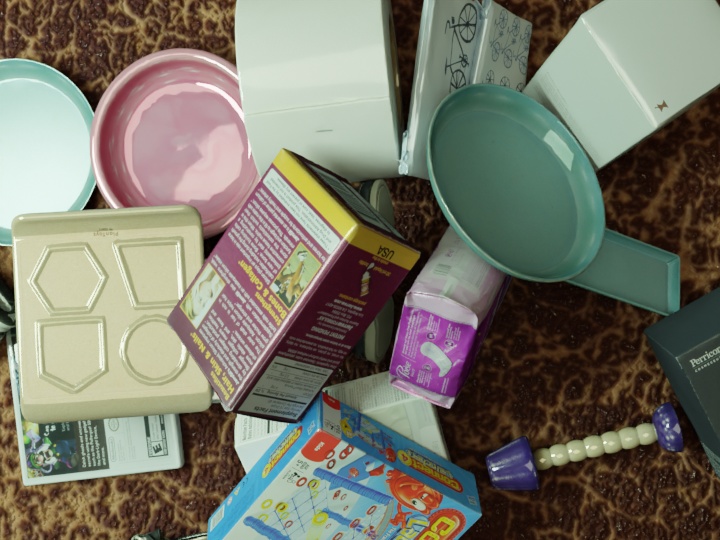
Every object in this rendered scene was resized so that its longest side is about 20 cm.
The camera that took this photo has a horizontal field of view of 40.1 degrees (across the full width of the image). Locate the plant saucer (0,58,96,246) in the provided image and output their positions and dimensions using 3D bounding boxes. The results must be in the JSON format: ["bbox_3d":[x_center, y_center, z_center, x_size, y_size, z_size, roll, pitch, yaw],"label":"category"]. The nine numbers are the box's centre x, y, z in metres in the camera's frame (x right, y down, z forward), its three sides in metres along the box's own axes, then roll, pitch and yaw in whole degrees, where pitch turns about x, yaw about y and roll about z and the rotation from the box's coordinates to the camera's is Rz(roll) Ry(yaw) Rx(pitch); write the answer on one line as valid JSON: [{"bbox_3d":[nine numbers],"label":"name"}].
[{"bbox_3d":[-0.376,-0.128,1.083,0.196,0.027,0.204,0,89,5],"label":"plant saucer"}]

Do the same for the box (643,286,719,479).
[{"bbox_3d":[0.413,0.098,0.957,0.198,0.104,0.184,-29,101,4],"label":"box"}]

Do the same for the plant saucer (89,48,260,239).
[{"bbox_3d":[-0.187,-0.131,1.055,0.197,0.051,0.204,0,89,4],"label":"plant saucer"}]

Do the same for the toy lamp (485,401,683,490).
[{"bbox_3d":[0.227,0.185,1.014,0.197,0.058,0.059,-14,89,6],"label":"toy lamp"}]

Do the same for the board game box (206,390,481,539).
[{"bbox_3d":[-0.018,0.241,0.966,0.194,0.056,0.201,30,115,-20],"label":"board game box"}]

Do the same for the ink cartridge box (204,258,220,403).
[{"bbox_3d":[-0.189,0.061,1.020,0.196,0.083,0.148,-1,89,-5],"label":"ink cartridge box"}]

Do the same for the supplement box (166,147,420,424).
[{"bbox_3d":[-0.063,0.017,0.888,0.201,0.103,0.131,-53,52,12],"label":"supplement box"}]

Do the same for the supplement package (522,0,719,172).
[{"bbox_3d":[0.252,-0.183,0.932,0.116,0.200,0.118,-32,87,-9],"label":"supplement package"}]

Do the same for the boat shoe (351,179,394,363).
[{"bbox_3d":[0.000,0.000,1.003,0.061,0.075,0.203,12,126,19],"label":"boat shoe"}]

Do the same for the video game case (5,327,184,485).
[{"bbox_3d":[-0.291,0.124,1.078,0.179,0.023,0.204,-7,90,4],"label":"video game case"}]

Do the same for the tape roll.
[{"bbox_3d":[-0.032,-0.186,0.965,0.137,0.203,0.206,-6,89,6],"label":"tape roll"}]

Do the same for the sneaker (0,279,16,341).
[{"bbox_3d":[-0.461,0.018,1.067,0.115,0.075,0.201,-44,75,16],"label":"sneaker"}]

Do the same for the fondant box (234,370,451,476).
[{"bbox_3d":[-0.012,0.187,1.001,0.197,0.059,0.146,-14,122,6],"label":"fondant box"}]

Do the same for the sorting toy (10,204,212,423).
[{"bbox_3d":[-0.240,0.042,0.960,0.182,0.036,0.204,-4,93,-5],"label":"sorting toy"}]

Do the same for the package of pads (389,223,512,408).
[{"bbox_3d":[0.097,0.020,0.942,0.075,0.200,0.122,20,128,13],"label":"package of pads"}]

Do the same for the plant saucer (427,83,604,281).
[{"bbox_3d":[0.140,-0.078,0.908,0.198,0.027,0.203,15,58,-26],"label":"plant saucer"}]

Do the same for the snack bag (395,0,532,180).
[{"bbox_3d":[0.109,-0.174,0.969,0.021,0.199,0.192,9,91,37],"label":"snack bag"}]

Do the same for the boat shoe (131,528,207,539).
[{"bbox_3d":[-0.211,0.304,1.044,0.196,0.074,0.061,-2,90,2],"label":"boat shoe"}]

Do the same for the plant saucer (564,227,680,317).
[{"bbox_3d":[0.240,-0.007,0.981,0.198,0.019,0.071,18,68,-26],"label":"plant saucer"}]
